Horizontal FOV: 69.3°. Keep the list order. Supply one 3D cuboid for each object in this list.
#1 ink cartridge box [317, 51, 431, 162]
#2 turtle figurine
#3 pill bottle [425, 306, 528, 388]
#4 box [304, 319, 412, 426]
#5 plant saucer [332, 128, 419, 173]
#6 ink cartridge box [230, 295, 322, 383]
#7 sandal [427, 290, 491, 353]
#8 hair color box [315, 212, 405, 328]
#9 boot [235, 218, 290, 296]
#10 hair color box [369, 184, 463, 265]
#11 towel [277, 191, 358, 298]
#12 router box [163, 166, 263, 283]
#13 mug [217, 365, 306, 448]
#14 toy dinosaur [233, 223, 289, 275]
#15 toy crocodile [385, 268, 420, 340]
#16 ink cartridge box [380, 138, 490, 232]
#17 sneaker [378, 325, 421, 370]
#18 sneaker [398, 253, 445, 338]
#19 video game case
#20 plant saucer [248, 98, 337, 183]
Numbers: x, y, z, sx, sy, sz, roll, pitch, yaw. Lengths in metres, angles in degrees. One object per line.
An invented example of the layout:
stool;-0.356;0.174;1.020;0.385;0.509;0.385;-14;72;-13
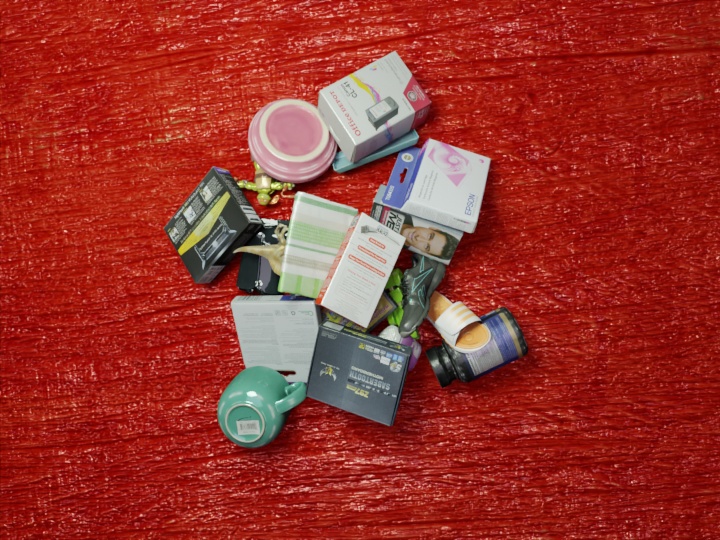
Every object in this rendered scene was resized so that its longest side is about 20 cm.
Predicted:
ink cartridge box;0.028;-0.347;1.105;0.198;0.086;0.149;-32;81;-15
turtle figurine;-0.205;-0.214;1.165;0.195;0.064;0.165;-1;82;14
pill bottle;0.243;0.167;1.105;0.197;0.112;0.114;-26;88;4
box;-0.005;0.208;1.068;0.196;0.051;0.161;17;105;13
plant saucer;0.031;-0.267;1.152;0.196;0.071;0.019;-20;130;4
ink cartridge box;-0.172;0.151;1.144;0.192;0.043;0.204;-1;115;14
sandal;0.179;0.092;1.080;0.079;0.060;0.206;-40;46;-10
hair color box;0.000;0.000;1.061;0.109;0.064;0.203;27;82;-16
boot;-0.175;-0.027;1.157;0.195;0.076;0.172;4;94;0
hair color box;0.117;-0.097;1.117;0.196;0.100;0.061;21;51;4
towel;-0.087;-0.045;1.072;0.147;0.031;0.205;13;87;-26
router box;-0.324;-0.096;1.136;0.200;0.052;0.158;-42;73;21
mug;-0.221;0.288;1.118;0.151;0.115;0.186;37;106;-2
toy dinosaur;-0.166;-0.042;1.087;0.196;0.058;0.103;18;96;-5
toy crocodile;0.082;0.060;1.147;0.067;0.062;0.203;-23;91;22
ink cartridge box;0.162;-0.189;1.089;0.196;0.044;0.199;18;55;3
sneaker;0.049;0.212;1.141;0.113;0.074;0.200;31;122;-33
sneaker;0.110;0.050;1.083;0.078;0.076;0.202;32;54;-6
video game case;-0.045;0.072;1.144;0.200;0.025;0.182;-42;84;17
plant saucer;-0.145;-0.292;1.132;0.196;0.051;0.205;4;72;-11
